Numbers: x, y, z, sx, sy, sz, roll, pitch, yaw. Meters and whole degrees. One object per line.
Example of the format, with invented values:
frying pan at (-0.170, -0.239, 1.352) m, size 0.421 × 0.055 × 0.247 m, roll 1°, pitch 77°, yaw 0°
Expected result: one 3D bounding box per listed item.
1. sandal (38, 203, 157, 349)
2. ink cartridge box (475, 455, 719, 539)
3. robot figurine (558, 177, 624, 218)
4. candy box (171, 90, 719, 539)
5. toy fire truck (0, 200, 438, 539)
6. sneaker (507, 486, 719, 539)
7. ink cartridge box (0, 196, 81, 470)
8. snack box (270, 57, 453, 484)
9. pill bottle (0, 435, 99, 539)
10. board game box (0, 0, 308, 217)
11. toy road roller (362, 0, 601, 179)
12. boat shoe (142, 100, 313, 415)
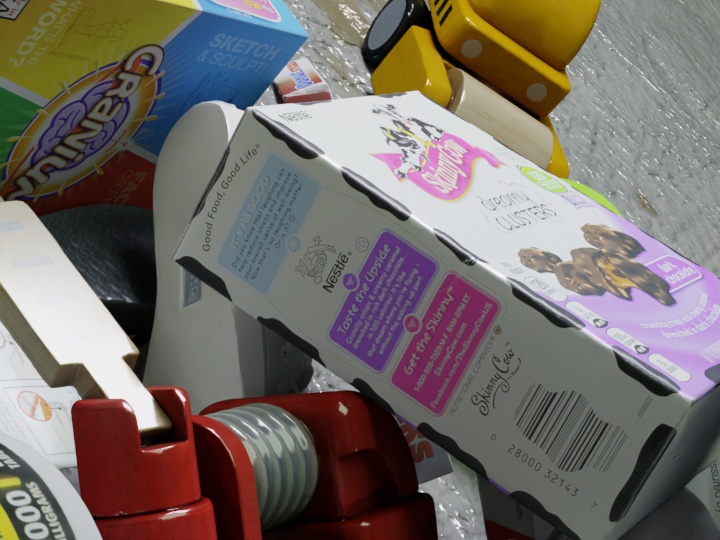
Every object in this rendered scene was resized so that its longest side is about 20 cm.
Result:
sandal at (-0.132, 0.011, 0.876) m, size 0.200 × 0.043 × 0.076 m, roll -3°, pitch 43°, yaw -45°
ink cartridge box at (0.158, 0.096, 0.895) m, size 0.084 × 0.200 × 0.145 m, roll 6°, pitch 75°, yaw -79°
robot figurine at (0.095, 0.019, 1.102) m, size 0.175 × 0.116 × 0.200 m, roll 45°, pitch 23°, yaw -7°
candy box at (0.054, 0.010, 0.789) m, size 0.200 × 0.072 × 0.168 m, roll 34°, pitch 20°, yaw 17°
toy fire truck at (-0.062, 0.068, 0.711) m, size 0.176 × 0.128 × 0.200 m, roll -11°, pitch 95°, yaw -61°
sneaker at (0.080, 0.116, 0.754) m, size 0.115 × 0.074 × 0.200 m, roll 25°, pitch 17°, yaw -23°
ink cartridge box at (-0.185, 0.030, 0.746) m, size 0.200 × 0.050 × 0.162 m, roll 6°, pitch 42°, yaw -56°
snack box at (0.000, 0.000, 0.951) m, size 0.072 × 0.024 × 0.200 m, roll -118°, pitch -170°, yaw -72°
pill bottle at (-0.169, 0.105, 0.538) m, size 0.112 × 0.112 × 0.200 m, roll 51°, pitch 25°, yaw 21°
board game box at (-0.136, -0.075, 0.865) m, size 0.200 × 0.153 × 0.040 m, roll 4°, pitch 43°, yaw -53°
toy road roller at (0.093, -0.146, 1.344) m, size 0.123 × 0.146 × 0.200 m, roll 30°, pitch 26°, yaw -23°
boat shoe at (-0.051, 0.028, 0.853) m, size 0.068 × 0.072 × 0.200 m, roll 18°, pitch 56°, yaw -40°
